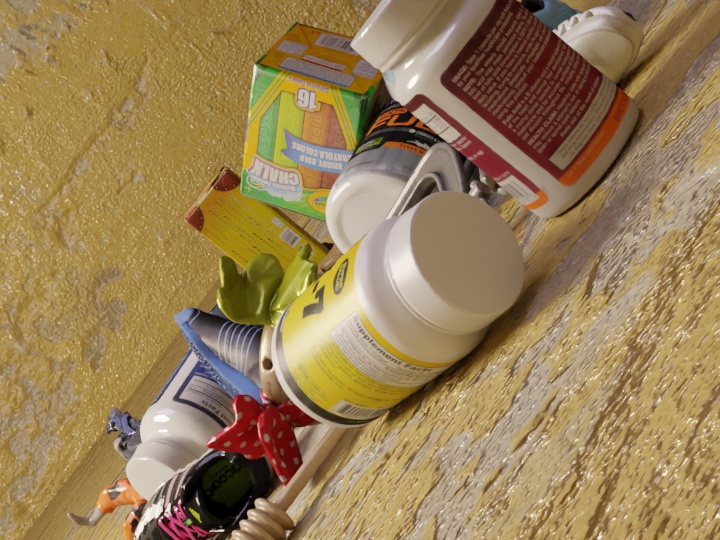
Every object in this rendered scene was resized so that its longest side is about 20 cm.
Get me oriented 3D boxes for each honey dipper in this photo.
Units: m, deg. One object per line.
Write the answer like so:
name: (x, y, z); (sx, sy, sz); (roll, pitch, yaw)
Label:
honey dipper: (-0.036, 0.148, 1.153); (0.200, 0.038, 0.038); (-54, 9, -22)

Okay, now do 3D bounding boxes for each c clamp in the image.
c clamp: (0.053, -0.018, 1.229); (0.200, 0.027, 0.171); (-55, 34, 40)

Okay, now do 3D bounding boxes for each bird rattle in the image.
bird rattle: (-0.044, 0.076, 1.221); (0.112, 0.201, 0.163); (-2, 6, 39)

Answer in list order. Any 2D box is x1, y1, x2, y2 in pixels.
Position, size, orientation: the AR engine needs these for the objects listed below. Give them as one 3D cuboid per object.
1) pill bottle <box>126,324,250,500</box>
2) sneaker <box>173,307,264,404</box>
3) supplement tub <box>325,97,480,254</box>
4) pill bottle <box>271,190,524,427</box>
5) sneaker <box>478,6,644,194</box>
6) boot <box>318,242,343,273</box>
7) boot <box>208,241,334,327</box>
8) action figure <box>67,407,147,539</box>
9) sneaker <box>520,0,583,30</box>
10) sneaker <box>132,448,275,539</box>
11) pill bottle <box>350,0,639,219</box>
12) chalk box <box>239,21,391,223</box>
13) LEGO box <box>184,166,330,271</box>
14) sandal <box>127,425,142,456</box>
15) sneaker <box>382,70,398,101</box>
pill bottle: (-0.166, 0.156, 1.550); (0.111, 0.111, 0.200); (-42, 12, 48)
sneaker: (-0.113, 0.086, 1.473); (0.078, 0.070, 0.200); (-37, 47, -14)
supplement tub: (0.052, -0.095, 1.399); (0.123, 0.122, 0.200); (-45, 11, 40)
pill bottle: (0.026, 0.029, 1.057); (0.200, 0.114, 0.114); (-41, 13, 50)
sneaker: (0.163, -0.136, 1.203); (0.200, 0.075, 0.081); (-47, 23, 43)
boot: (0.000, 0.000, 1.508); (0.176, 0.066, 0.200); (-60, 8, 8)
boot: (-0.112, 0.021, 1.876); (0.200, 0.097, 0.075); (-56, 9, -23)
action figure: (-0.250, 0.241, 1.700); (0.194, 0.105, 0.200); (-47, 30, -5)
sneaker: (0.154, -0.191, 1.362); (0.078, 0.090, 0.200); (-43, 16, 44)
sneaker: (-0.146, 0.215, 1.326); (0.200, 0.074, 0.087); (-44, 4, 17)
pill bottle: (0.098, -0.142, 1.082); (0.114, 0.200, 0.114); (-50, 9, 11)
chalk box: (-0.044, -0.132, 1.505); (0.124, 0.124, 0.201); (-57, -20, -54)
LEGO box: (-0.107, -0.031, 1.718); (0.077, 0.200, 0.149); (-51, 8, 1)
sandal: (-0.197, 0.155, 1.658); (0.076, 0.043, 0.200); (-19, 22, 42)
sneaker: (0.069, -0.202, 1.342); (0.074, 0.082, 0.200); (-32, 22, -18)
